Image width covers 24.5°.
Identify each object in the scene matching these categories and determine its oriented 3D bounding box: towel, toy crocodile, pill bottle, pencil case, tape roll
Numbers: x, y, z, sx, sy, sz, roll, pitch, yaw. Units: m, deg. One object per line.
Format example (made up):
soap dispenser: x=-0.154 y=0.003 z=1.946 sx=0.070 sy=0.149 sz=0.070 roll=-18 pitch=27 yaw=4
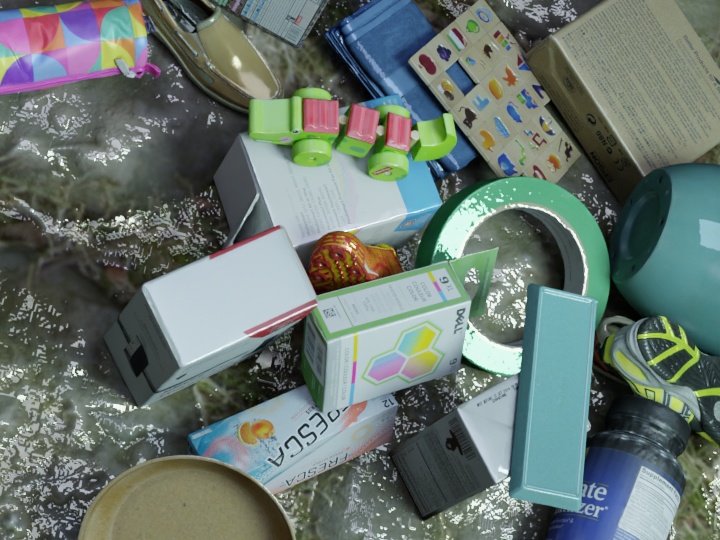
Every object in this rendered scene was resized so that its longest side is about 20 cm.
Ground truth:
towel: x=0.059 y=-0.196 z=1.738 sx=0.111 sy=0.049 sz=0.200 roll=-37 pitch=89 yaw=-34
toy crocodile: x=-0.008 y=-0.132 z=1.554 sx=0.198 sy=0.062 sz=0.068 roll=9 pitch=68 yaw=-13
pill bottle: x=0.254 y=0.230 z=1.633 sx=0.111 sy=0.112 sz=0.201 roll=28 pitch=66 yaw=-7
pencil case: x=-0.299 y=-0.218 z=1.618 sx=0.199 sy=0.088 sz=0.089 roll=-10 pitch=76 yaw=-18
tape roll: x=0.154 y=0.006 z=1.675 sx=0.199 sy=0.048 sz=0.202 roll=-1 pitch=92 yaw=-18

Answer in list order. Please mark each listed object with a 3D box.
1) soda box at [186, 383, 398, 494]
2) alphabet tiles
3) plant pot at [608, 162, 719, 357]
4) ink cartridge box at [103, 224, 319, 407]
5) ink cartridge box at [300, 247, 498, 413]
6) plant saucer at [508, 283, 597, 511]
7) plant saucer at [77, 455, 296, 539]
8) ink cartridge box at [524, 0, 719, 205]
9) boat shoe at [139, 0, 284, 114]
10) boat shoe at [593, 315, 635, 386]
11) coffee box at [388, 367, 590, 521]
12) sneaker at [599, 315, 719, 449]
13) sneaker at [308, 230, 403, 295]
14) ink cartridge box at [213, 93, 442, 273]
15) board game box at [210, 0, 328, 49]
soda box: x=-0.064 y=0.159 z=1.570 sx=0.199 sy=0.069 sz=0.064 roll=-23 pitch=57 yaw=-23
alphabet tiles: x=0.152 y=-0.178 z=1.752 sx=0.200 sy=0.008 sz=0.167 roll=52 pitch=44 yaw=-6
plant pot: x=0.351 y=-0.018 z=1.687 sx=0.160 sy=0.200 sz=0.202 roll=21 pitch=68 yaw=-15
ink cartridge box: x=-0.141 y=0.046 z=1.520 sx=0.144 sy=0.200 sz=0.084 roll=-24 pitch=85 yaw=-23
ink cartridge box: x=0.046 y=0.055 z=1.555 sx=0.199 sy=0.104 sz=0.059 roll=-15 pitch=51 yaw=-18
plant saucer: x=0.175 y=0.110 z=1.478 sx=0.069 sy=0.019 sz=0.201 roll=13 pitch=70 yaw=-13
plant saucer: x=-0.154 y=0.252 z=1.493 sx=0.198 sy=0.035 sz=0.202 roll=0 pitch=108 yaw=0
ink cartridge box: x=0.301 y=-0.199 z=1.798 sx=0.164 sy=0.075 sz=0.201 roll=-33 pitch=90 yaw=-24
boat shoe: x=-0.155 y=-0.236 z=1.672 sx=0.200 sy=0.076 sz=0.072 roll=39 pitch=66 yaw=-3
boat shoe: x=0.322 y=0.103 z=1.722 sx=0.199 sy=0.063 sz=0.072 roll=26 pitch=65 yaw=-9
coffee box: x=0.118 y=0.161 z=1.563 sx=0.114 sy=0.200 sz=0.080 roll=-25 pitch=81 yaw=-23
sneaker: x=0.320 y=0.113 z=1.666 sx=0.200 sy=0.076 sz=0.076 roll=44 pitch=57 yaw=-28
sneaker: x=0.000 y=0.000 z=1.597 sx=0.072 sy=0.200 sz=0.078 roll=6 pitch=70 yaw=18
ink cartridge box: x=-0.047 y=-0.074 z=1.626 sx=0.199 sy=0.129 sz=0.126 roll=-15 pitch=77 yaw=-22
board game box: x=-0.110 y=-0.340 z=1.675 sx=0.199 sy=0.159 sz=0.097 roll=28 pitch=66 yaw=-7
